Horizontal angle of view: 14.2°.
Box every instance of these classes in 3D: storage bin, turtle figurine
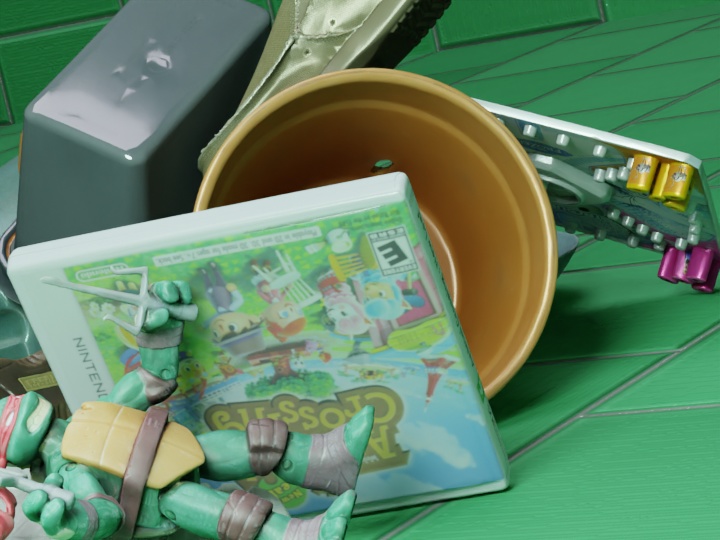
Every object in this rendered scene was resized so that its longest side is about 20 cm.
[{"bbox_3d":[-0.133,-0.080,1.719,0.145,0.135,0.200,23,47,18],"label":"storage bin"},{"bbox_3d":[-0.098,0.078,1.319,0.199,0.150,0.101,15,-34,-2],"label":"turtle figurine"}]

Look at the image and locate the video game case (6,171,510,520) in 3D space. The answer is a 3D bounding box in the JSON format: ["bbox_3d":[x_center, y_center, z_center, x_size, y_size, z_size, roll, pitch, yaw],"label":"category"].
[{"bbox_3d":[-0.046,0.048,1.385,0.199,0.183,0.022,-11,34,15],"label":"video game case"}]

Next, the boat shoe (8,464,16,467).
[{"bbox_3d":[-0.223,0.123,1.500,0.060,0.073,0.202,-7,14,9],"label":"boat shoe"}]

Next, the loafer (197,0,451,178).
[{"bbox_3d":[-0.026,-0.119,1.671,0.200,0.067,0.076,-46,-21,-2],"label":"loafer"}]

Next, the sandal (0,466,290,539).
[{"bbox_3d":[-0.132,0.137,1.375,0.201,0.050,0.083,2,30,12],"label":"sandal"}]

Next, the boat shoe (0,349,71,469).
[{"bbox_3d":[-0.181,0.087,1.683,0.199,0.072,0.076,-2,-41,-46],"label":"boat shoe"}]

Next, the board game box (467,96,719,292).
[{"bbox_3d":[0.111,-0.048,1.705,0.199,0.026,0.200,15,-14,16],"label":"board game box"}]

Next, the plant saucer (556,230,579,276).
[{"bbox_3d":[0.047,0.019,1.852,0.200,0.039,0.201,-13,8,2],"label":"plant saucer"}]

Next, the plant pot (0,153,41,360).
[{"bbox_3d":[-0.189,0.005,1.845,0.199,0.201,0.196,-4,20,46],"label":"plant pot"}]

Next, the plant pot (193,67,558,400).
[{"bbox_3d":[0.000,0.000,1.610,0.199,0.201,0.140,-15,-7,-9],"label":"plant pot"}]
